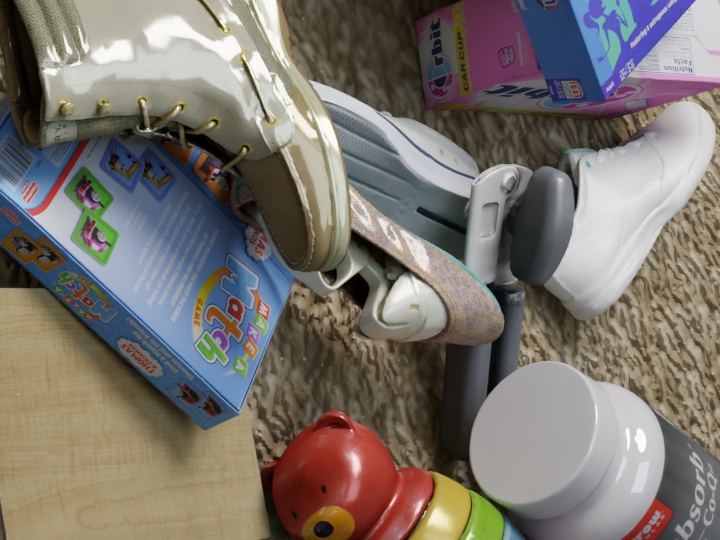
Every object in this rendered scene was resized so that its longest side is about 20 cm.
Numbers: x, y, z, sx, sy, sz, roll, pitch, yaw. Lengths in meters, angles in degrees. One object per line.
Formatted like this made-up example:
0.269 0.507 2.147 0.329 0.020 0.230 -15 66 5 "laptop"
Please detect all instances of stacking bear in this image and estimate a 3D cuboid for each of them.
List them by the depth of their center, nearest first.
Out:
0.030 0.170 0.989 0.200 0.121 0.114 43 31 -13 "stacking bear"

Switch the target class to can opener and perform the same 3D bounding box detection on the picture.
0.087 0.029 1.042 0.052 0.066 0.201 -9 117 -37 "can opener"

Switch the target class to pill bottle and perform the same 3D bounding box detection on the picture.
0.163 0.141 1.063 0.200 0.115 0.117 35 61 -42 "pill bottle"

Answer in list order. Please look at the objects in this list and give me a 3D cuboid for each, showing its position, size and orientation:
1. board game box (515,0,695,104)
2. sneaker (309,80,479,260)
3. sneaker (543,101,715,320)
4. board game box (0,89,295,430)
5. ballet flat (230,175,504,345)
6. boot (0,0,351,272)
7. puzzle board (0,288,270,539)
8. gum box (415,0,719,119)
0.138 -0.227 1.007 0.152 0.045 0.201 -47 123 -35 "board game box"
0.006 -0.070 1.041 0.199 0.073 0.071 30 24 -37 "sneaker"
0.182 -0.065 1.175 0.088 0.075 0.200 41 60 -10 "sneaker"
-0.123 -0.030 0.926 0.200 0.036 0.152 45 40 -21 "board game box"
0.000 0.000 0.977 0.200 0.068 0.067 37 46 -15 "ballet flat"
-0.099 -0.078 0.867 0.154 0.072 0.201 -18 83 -32 "boot"
-0.131 0.085 0.906 0.199 0.017 0.152 1 75 -54 "puzzle board"
0.152 -0.150 1.135 0.199 0.113 0.067 -1 82 -37 "gum box"
